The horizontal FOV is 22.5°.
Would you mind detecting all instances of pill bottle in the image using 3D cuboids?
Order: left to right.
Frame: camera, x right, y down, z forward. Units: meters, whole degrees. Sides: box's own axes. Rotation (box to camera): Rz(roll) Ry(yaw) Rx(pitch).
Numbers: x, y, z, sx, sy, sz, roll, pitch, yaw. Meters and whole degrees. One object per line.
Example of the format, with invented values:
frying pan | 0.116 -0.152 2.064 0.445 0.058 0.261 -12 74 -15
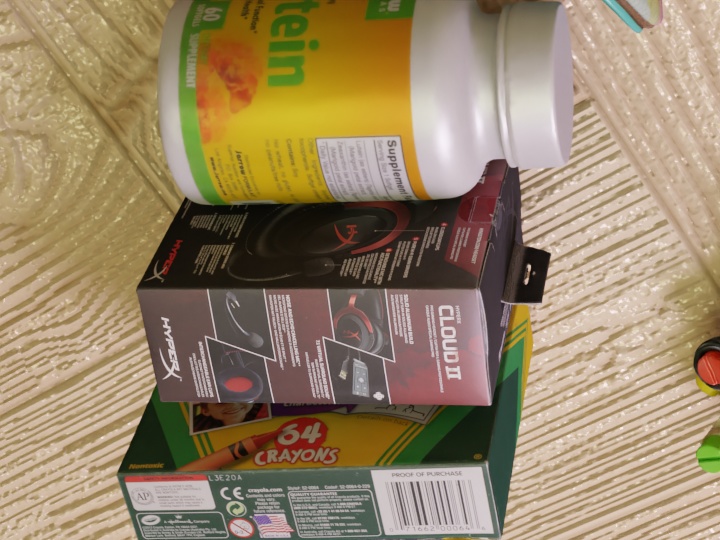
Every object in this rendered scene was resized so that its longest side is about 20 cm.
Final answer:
pill bottle | 0.006 -0.091 0.928 0.198 0.111 0.112 -1 121 13

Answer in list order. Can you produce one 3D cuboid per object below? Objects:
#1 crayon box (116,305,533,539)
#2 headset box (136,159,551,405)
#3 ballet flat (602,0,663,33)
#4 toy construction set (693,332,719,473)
crayon box | -0.013 0.073 0.996 0.198 0.173 0.059 -3 124 14
headset box | 0.000 0.000 0.963 0.198 0.149 0.076 -1 122 13
ballet flat | 0.086 -0.200 0.877 0.199 0.069 0.071 37 102 -11
toy construction set | 0.255 0.057 0.975 0.131 0.092 0.201 41 116 15
